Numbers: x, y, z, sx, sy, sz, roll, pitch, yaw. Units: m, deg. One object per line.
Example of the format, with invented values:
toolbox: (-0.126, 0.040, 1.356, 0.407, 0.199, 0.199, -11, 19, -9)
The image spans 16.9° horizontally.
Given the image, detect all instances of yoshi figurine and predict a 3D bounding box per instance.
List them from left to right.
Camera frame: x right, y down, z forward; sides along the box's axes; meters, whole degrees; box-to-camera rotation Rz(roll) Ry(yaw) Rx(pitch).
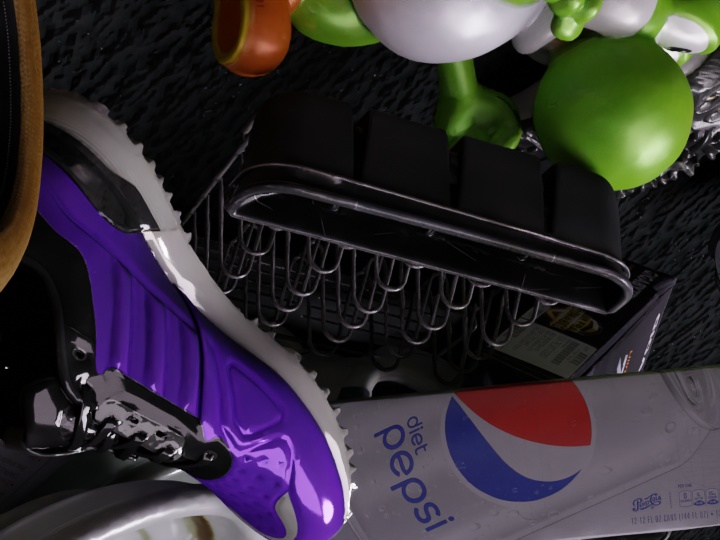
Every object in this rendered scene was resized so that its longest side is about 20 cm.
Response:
yoshi figurine: (0.052, -0.083, 0.888, 0.200, 0.112, 0.112, 8, 109, -29)

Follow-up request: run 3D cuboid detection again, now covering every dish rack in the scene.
dish rack: (0.000, 0.000, 0.940, 0.153, 0.055, 0.200, 16, 154, -17)

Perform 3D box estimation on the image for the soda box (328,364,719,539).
soda box: (0.066, 0.076, 0.966, 0.200, 0.064, 0.068, -5, 176, 4)

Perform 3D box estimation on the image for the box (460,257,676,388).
box: (0.073, 0.105, 1.126, 0.198, 0.050, 0.200, -28, 139, -65)

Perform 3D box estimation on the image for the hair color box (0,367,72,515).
hair color box: (-0.190, 0.076, 0.948, 0.200, 0.061, 0.099, -42, 148, 8)

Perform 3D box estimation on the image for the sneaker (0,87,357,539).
sneaker: (-0.086, 0.041, 0.872, 0.070, 0.200, 0.100, -13, -150, 49)

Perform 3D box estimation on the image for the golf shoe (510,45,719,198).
golf shoe: (0.134, -0.095, 1.033, 0.200, 0.095, 0.078, -18, 153, 19)

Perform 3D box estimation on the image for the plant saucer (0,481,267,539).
plant saucer: (-0.132, 0.142, 0.978, 0.200, 0.050, 0.200, -32, 155, -17)

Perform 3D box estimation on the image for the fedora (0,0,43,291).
fedora: (-0.154, -0.077, 0.714, 0.082, 0.201, 0.201, -5, 148, 9)

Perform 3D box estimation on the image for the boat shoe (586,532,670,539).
boat shoe: (0.081, 0.142, 1.284, 0.200, 0.071, 0.072, -18, 144, -26)

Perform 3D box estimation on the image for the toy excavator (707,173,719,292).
toy excavator: (0.240, -0.088, 1.123, 0.100, 0.200, 0.194, -15, -173, -31)

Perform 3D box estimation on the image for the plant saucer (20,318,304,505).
plant saucer: (-0.099, 0.104, 1.083, 0.200, 0.050, 0.200, -26, 147, -18)

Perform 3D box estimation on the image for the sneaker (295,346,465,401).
sneaker: (0.016, 0.074, 1.098, 0.200, 0.071, 0.073, 4, 99, -62)
